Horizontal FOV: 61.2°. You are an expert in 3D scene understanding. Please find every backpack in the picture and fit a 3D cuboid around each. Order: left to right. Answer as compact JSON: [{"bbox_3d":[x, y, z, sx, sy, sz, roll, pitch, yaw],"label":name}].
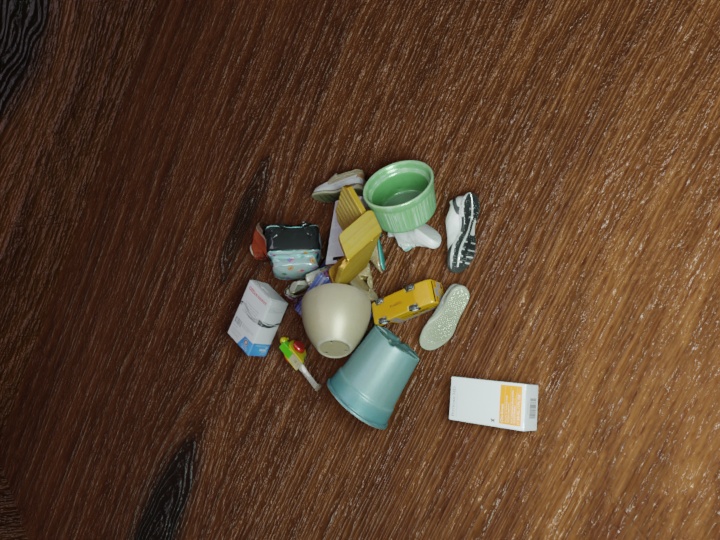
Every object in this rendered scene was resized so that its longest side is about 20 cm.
[{"bbox_3d":[-0.202,-0.054,1.860,0.169,0.200,0.159,-5,82,-6],"label":"backpack"}]

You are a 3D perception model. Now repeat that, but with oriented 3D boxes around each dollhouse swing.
[{"bbox_3d":[-0.052,-0.089,1.631,0.176,0.181,0.201,45,154,11],"label":"dollhouse swing"}]

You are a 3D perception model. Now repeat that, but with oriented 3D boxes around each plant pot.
[{"bbox_3d":[-0.066,0.151,1.624,0.198,0.198,0.138,-30,42,32],"label":"plant pot"},{"bbox_3d":[0.043,0.266,1.583,0.199,0.198,0.199,40,99,39],"label":"plant pot"}]

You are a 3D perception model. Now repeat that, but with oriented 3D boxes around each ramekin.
[{"bbox_3d":[0.110,-0.193,1.623,0.193,0.099,0.203,-14,40,12],"label":"ramekin"}]

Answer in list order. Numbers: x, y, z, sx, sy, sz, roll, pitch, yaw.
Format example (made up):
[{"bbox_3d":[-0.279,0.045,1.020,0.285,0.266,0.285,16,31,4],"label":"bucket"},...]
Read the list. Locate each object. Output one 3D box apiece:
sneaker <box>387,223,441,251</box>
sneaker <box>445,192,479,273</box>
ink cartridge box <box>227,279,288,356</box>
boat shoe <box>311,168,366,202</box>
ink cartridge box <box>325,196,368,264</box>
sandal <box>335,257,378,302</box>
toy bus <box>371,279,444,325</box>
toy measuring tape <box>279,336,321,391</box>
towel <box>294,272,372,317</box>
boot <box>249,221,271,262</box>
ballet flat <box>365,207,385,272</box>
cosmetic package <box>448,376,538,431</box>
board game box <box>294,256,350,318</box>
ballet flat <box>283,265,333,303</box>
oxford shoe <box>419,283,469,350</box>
[{"bbox_3d":[0.143,-0.088,1.654,0.199,0.073,0.091,38,117,47],"label":"sneaker"},{"bbox_3d":[0.252,-0.094,1.558,0.079,0.072,0.207,1,77,56],"label":"sneaker"},{"bbox_3d":[-0.339,0.157,2.010,0.144,0.083,0.205,35,105,40],"label":"ink cartridge box"},{"bbox_3d":[-0.064,-0.259,1.872,0.195,0.074,0.071,-5,70,33],"label":"boat shoe"},{"bbox_3d":[-0.038,-0.112,1.808,0.107,0.050,0.207,-5,70,41],"label":"ink cartridge box"},{"bbox_3d":[-0.004,-0.001,1.751,0.212,0.076,0.071,48,117,43],"label":"sandal"},{"bbox_3d":[0.123,0.089,1.615,0.197,0.077,0.067,-26,65,35],"label":"toy bus"},{"bbox_3d":[-0.177,0.280,1.868,0.200,0.073,0.074,47,112,14],"label":"toy measuring tape"},{"bbox_3d":[-0.075,0.118,1.748,0.198,0.024,0.146,36,110,-1],"label":"towel"},{"bbox_3d":[-0.316,-0.064,2.054,0.109,0.074,0.201,-57,42,20],"label":"boot"},{"bbox_3d":[0.033,-0.087,1.740,0.063,0.071,0.206,-8,65,10],"label":"ballet flat"},{"bbox_3d":[0.306,0.306,1.408,0.196,0.070,0.105,-3,78,42],"label":"cosmetic package"},{"bbox_3d":[-0.097,0.090,1.828,0.202,0.056,0.166,-54,52,18],"label":"board game box"},{"bbox_3d":[-0.154,0.040,1.807,0.197,0.070,0.071,-29,60,33],"label":"ballet flat"},{"bbox_3d":[0.214,0.117,1.547,0.204,0.073,0.058,-62,10,22],"label":"oxford shoe"}]
